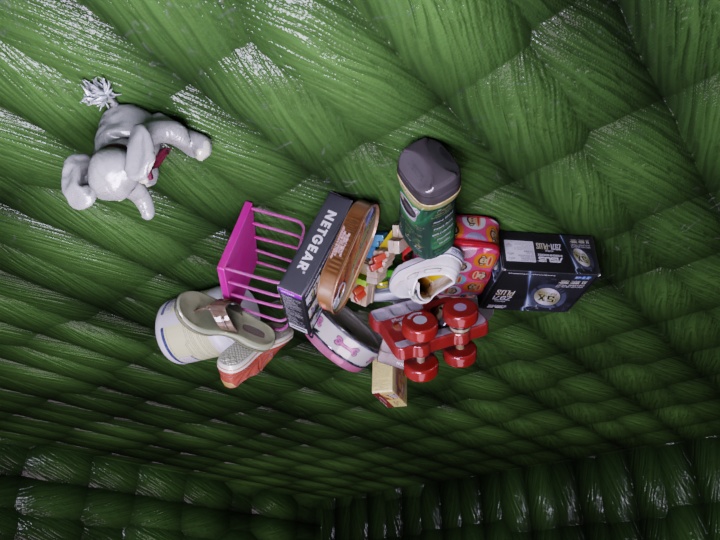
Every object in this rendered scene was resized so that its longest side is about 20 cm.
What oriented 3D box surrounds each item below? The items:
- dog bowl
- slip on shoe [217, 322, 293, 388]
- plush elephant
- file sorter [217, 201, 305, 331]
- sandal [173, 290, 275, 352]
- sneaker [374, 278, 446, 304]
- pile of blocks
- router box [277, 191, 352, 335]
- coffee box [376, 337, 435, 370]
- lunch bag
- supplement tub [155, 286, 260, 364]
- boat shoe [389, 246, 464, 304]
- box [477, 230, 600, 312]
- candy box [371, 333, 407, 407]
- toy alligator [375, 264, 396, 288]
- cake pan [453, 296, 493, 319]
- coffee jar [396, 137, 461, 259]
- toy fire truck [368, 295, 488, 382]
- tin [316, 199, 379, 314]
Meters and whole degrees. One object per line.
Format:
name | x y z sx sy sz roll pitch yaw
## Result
dog bowl | -0.044 0.136 1.326 0.198 0.200 0.074 32 100 -43
slip on shoe | -0.196 0.154 1.160 0.072 0.199 0.063 19 119 22
plush elephant | -0.326 -0.150 0.872 0.160 0.159 0.200 -13 149 21
file sorter | -0.172 0.003 1.130 0.122 0.142 0.202 16 150 3
sandal | -0.232 0.080 1.087 0.197 0.081 0.057 23 133 -27
sneaker | 0.097 0.052 1.297 0.193 0.074 0.072 -2 125 2
pile of blocks | 0.019 -0.014 1.161 0.082 0.062 0.202 39 122 12
router box | -0.071 -0.011 1.073 0.050 0.203 0.150 20 153 12
coffee box | 0.104 0.141 1.293 0.110 0.082 0.200 16 -170 4
lunch bag | 0.166 -0.027 1.178 0.170 0.084 0.202 5 149 -1
supplement tub | -0.332 0.117 1.349 0.195 0.149 0.145 -14 148 23
boat shoe | 0.112 0.024 1.126 0.070 0.071 0.198 32 147 -22
box | 0.344 0.006 1.221 0.193 0.088 0.165 3 151 -6
candy box | 0.070 0.204 1.444 0.054 0.205 0.116 -9 150 18
toy alligator | 0.000 0.000 1.251 0.194 0.061 0.054 -1 -165 16
cake pan | 0.218 0.084 1.407 0.193 0.038 0.202 0 151 0
coffee jar | 0.109 -0.113 0.992 0.084 0.105 0.202 -29 153 -11
toy fire truck | 0.129 0.099 1.149 0.195 0.168 0.115 -16 123 -15
tin | -0.021 -0.025 1.061 0.041 0.204 0.112 19 165 18
